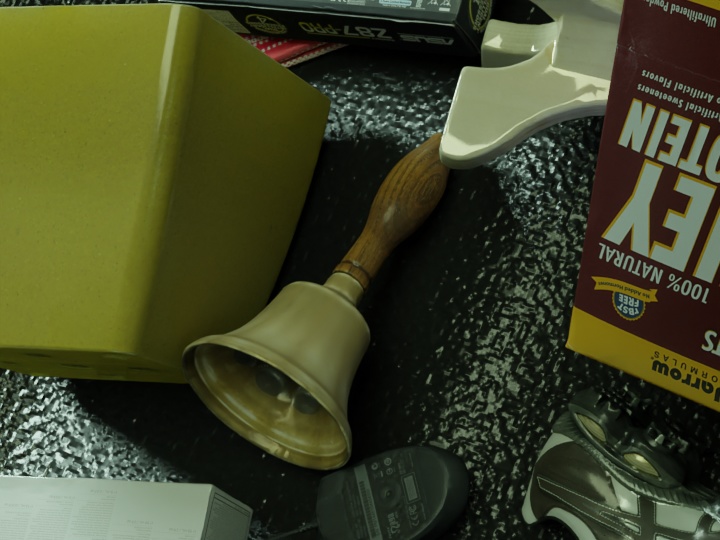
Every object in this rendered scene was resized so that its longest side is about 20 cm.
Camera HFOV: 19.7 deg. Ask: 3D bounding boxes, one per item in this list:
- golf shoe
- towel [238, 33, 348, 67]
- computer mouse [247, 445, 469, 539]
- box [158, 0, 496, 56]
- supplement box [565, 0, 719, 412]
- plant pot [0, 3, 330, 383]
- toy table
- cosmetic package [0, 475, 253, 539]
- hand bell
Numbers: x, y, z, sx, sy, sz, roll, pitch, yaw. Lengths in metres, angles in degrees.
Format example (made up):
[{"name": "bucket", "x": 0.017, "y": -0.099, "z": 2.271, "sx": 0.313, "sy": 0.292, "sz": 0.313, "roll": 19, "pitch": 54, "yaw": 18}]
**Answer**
[{"name": "golf shoe", "x": 0.165, "y": 0.146, "z": 1.020, "sx": 0.200, "sy": 0.078, "sz": 0.095, "roll": 42, "pitch": 104, "yaw": 31}, {"name": "towel", "x": -0.027, "y": -0.225, "z": 1.270, "sx": 0.144, "sy": 0.022, "sz": 0.200, "roll": -19, "pitch": 63, "yaw": 13}, {"name": "computer mouse", "x": -0.029, "y": 0.145, "z": 1.112, "sx": 0.200, "sy": 0.034, "sz": 0.059, "roll": -21, "pitch": 61, "yaw": 19}, {"name": "box", "x": -0.006, "y": -0.213, "z": 1.213, "sx": 0.200, "sy": 0.049, "sz": 0.161, "roll": 7, "pitch": 74, "yaw": 27}, {"name": "supplement box", "x": 0.213, "y": -0.059, "z": 0.953, "sx": 0.133, "sy": 0.197, "sz": 0.200, "roll": 23, "pitch": 121, "yaw": 30}, {"name": "plant pot", "x": -0.149, "y": -0.033, "z": 1.145, "sx": 0.200, "sy": 0.200, "sz": 0.177, "roll": 1, "pitch": 80, "yaw": 21}, {"name": "toy table", "x": 0.122, "y": -0.132, "z": 1.100, "sx": 0.117, "sy": 0.184, "sz": 0.200, "roll": 15, "pitch": 64, "yaw": 8}, {"name": "cosmetic package", "x": -0.160, "y": 0.158, "z": 1.128, "sx": 0.200, "sy": 0.051, "sz": 0.083, "roll": 0, "pitch": 66, "yaw": 29}, {"name": "hand bell", "x": 0.000, "y": 0.000, "z": 1.132, "sx": 0.104, "sy": 0.104, "sz": 0.200, "roll": 20, "pitch": 59, "yaw": 27}]
